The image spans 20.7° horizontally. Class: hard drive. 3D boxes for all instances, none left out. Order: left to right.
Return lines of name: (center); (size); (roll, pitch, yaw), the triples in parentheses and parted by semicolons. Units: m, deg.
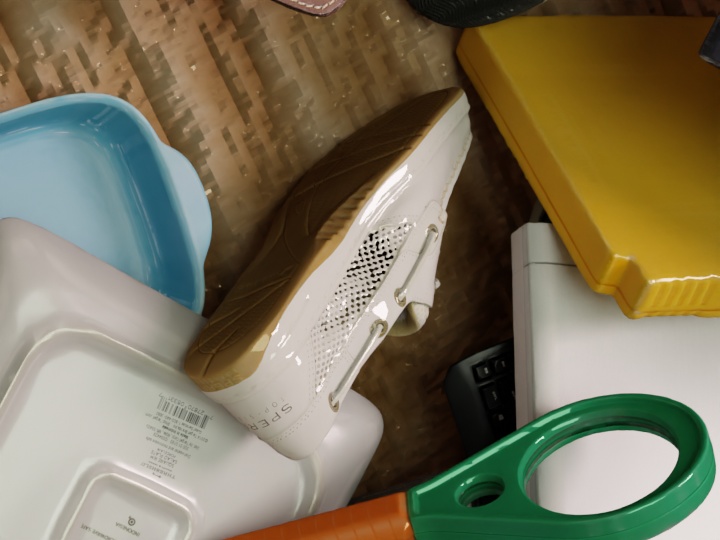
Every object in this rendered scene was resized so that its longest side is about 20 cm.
hard drive: (0.130, 0.083, 0.836); (0.132, 0.027, 0.200); (6, 71, -19)

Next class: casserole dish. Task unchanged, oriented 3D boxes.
casserole dish: (-0.156, 0.003, 0.796); (0.200, 0.039, 0.121); (-23, 102, -24)

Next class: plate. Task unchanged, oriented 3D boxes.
plate: (-0.101, 0.108, 0.793); (0.199, 0.032, 0.200); (29, 81, -25)

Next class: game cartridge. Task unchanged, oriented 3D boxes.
game cartridge: (0.163, -0.051, 0.890); (0.200, 0.176, 0.032); (-3, 136, -25)

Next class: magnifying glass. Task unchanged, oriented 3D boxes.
magnifying glass: (0.041, 0.094, 0.776); (0.200, 0.080, 0.022); (-14, 120, 6)

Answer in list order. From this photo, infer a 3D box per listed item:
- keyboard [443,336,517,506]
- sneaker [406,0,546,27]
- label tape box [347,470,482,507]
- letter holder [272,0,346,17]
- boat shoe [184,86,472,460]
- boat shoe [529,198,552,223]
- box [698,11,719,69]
keyboard: (0.115, 0.118, 0.868); (0.104, 0.040, 0.200); (-22, 102, -12)
sneaker: (0.104, -0.190, 0.895); (0.200, 0.115, 0.075); (-41, 94, 18)
label tape box: (0.038, 0.182, 0.807); (0.066, 0.200, 0.143); (-16, 101, 4)
letter holder: (-0.081, -0.200, 0.790); (0.200, 0.101, 0.142); (30, 82, -24)
boat shoe: (0.000, 0.000, 0.834); (0.069, 0.071, 0.200); (52, 50, -20)
boat shoe: (0.116, 0.049, 0.915); (0.075, 0.062, 0.200); (1, 92, -24)
box: (0.266, -0.099, 0.829); (0.200, 0.197, 0.117); (30, 108, 9)
